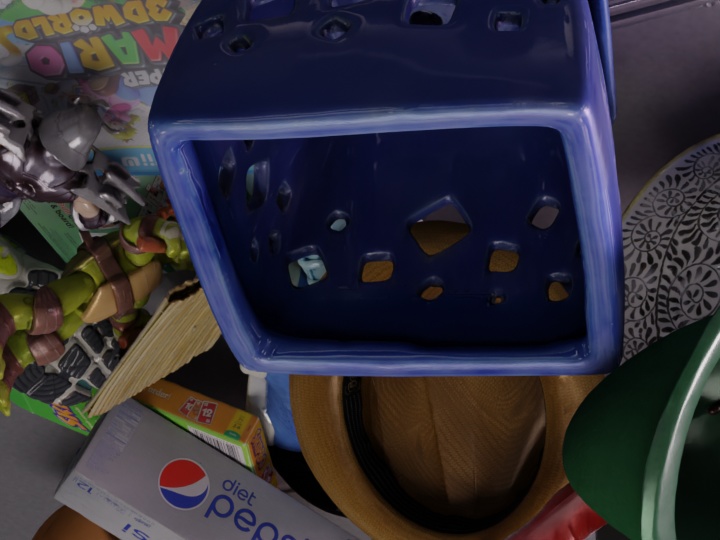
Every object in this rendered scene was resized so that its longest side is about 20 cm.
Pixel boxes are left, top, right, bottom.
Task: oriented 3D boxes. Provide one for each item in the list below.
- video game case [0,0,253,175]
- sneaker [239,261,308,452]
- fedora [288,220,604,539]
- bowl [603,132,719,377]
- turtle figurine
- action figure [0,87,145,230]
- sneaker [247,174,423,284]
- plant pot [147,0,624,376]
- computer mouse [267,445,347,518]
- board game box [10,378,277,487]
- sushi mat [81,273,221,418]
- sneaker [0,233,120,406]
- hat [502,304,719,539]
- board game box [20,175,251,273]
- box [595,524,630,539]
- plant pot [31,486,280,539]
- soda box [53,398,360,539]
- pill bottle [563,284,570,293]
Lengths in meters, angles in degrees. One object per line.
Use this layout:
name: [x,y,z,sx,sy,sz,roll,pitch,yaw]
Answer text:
video game case: [-0.130,-0.117,1.040,0.142,0.018,0.200,0,144,12]
sneaker: [-0.014,0.062,1.258,0.111,0.077,0.200,14,149,4]
fedora: [0.057,0.065,1.122,0.200,0.082,0.202,7,107,24]
bowl: [0.229,0.027,1.057,0.200,0.202,0.094,-17,170,32]
turtle figurine: [-0.144,0.006,1.133,0.065,0.161,0.200,56,158,8]
action figure: [-0.197,-0.050,1.081,0.200,0.070,0.130,-25,123,39]
sneaker: [0.000,0.000,1.167,0.074,0.082,0.200,-20,135,34]
plant pot: [0.027,-0.077,0.970,0.199,0.181,0.200,0,145,13]
computer mouse: [0.025,0.155,1.319,0.199,0.141,0.046,8,114,13]
board game box: [-0.151,0.091,1.331,0.199,0.030,0.096,18,152,16]
sushi mat: [-0.099,0.030,1.170,0.012,0.095,0.200,54,151,7]
sneaker: [-0.223,0.005,1.238,0.078,0.080,0.200,-45,121,0]
hat: [0.116,0.069,0.986,0.176,0.201,0.165,19,175,40]
board game box: [-0.145,-0.066,1.154,0.134,0.029,0.200,-9,141,23]
box: [0.236,0.148,1.216,0.163,0.200,0.087,-3,102,16]
plant pot: [-0.133,0.205,1.401,0.199,0.201,0.140,15,132,-9]
soda box: [-0.091,0.162,1.295,0.199,0.064,0.068,32,151,-6]
pill bottle: [0.185,0.059,1.183,0.199,0.113,0.112,-5,143,18]
